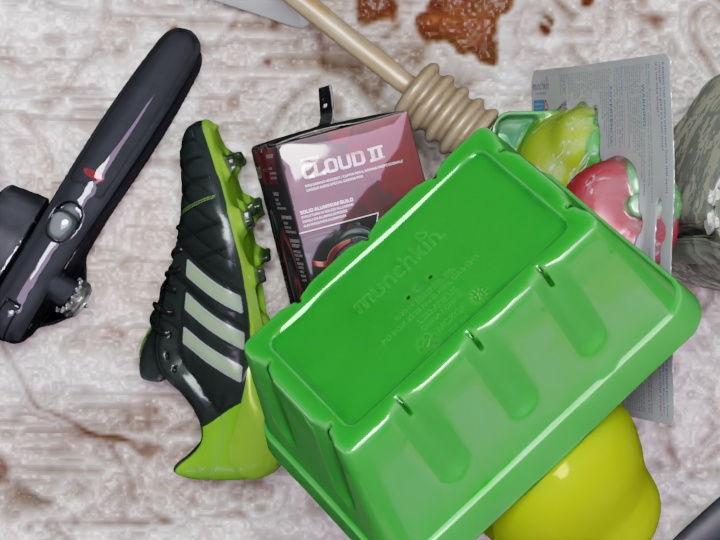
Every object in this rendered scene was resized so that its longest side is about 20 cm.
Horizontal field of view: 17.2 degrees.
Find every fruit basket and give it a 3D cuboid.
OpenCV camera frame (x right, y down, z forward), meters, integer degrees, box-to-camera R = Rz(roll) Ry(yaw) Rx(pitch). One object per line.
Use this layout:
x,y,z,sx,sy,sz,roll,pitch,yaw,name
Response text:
0.068,0.063,1.162,0.215,0.155,0.216,-24,136,-26,fruit basket
0.131,-0.019,1.265,0.093,0.200,0.186,-2,92,-22,fruit basket

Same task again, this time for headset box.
0.000,0.000,1.274,0.075,0.149,0.201,-15,93,-7,headset box

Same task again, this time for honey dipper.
-0.014,-0.131,1.278,0.200,0.038,0.038,38,88,5,honey dipper

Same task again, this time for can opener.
-0.148,-0.047,1.298,0.079,0.063,0.200,36,88,-6,can opener

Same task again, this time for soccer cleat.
-0.087,0.019,1.309,0.081,0.068,0.201,-9,94,6,soccer cleat

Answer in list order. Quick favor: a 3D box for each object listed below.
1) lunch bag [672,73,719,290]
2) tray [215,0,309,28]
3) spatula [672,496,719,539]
0.244,-0.050,1.276,0.167,0.200,0.140,-32,95,-6,lunch bag
-0.102,-0.211,1.297,0.199,0.022,0.108,16,91,-20,tray
0.169,0.172,1.364,0.200,0.021,0.057,-37,94,-5,spatula
